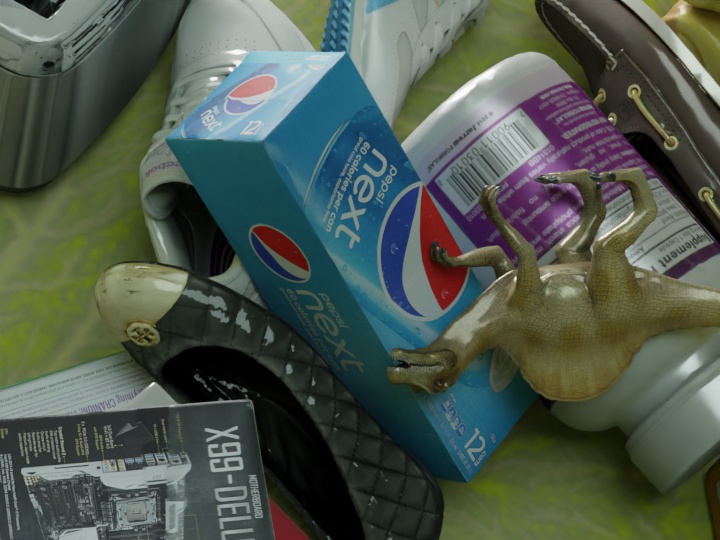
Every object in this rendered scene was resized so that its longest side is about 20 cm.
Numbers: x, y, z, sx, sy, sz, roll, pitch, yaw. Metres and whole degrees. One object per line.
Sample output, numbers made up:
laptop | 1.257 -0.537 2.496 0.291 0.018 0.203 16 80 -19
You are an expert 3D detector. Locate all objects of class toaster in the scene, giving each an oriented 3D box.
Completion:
toaster | -0.152 -0.131 1.079 0.114 0.129 0.200 33 61 4

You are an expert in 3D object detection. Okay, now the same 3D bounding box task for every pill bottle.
pill bottle | 0.108 0.003 1.089 0.112 0.112 0.200 -34 77 -26

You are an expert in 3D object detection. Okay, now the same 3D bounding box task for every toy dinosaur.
toy dinosaur | 0.104 0.007 1.013 0.200 0.058 0.101 -7 96 -7

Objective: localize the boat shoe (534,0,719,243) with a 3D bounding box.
boat shoe | 0.152 -0.075 1.164 0.060 0.072 0.200 -41 73 -4

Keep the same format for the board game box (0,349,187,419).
board game box | -0.122 0.144 1.002 0.153 0.040 0.200 -16 70 -21

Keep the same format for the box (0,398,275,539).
box | -0.104 0.152 0.855 0.158 0.050 0.200 -4 67 -17

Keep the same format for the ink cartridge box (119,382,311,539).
ink cartridge box | -0.110 0.167 0.923 0.147 0.083 0.200 44 62 8

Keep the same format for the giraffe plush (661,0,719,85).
giraffe plush | 0.273 -0.132 1.174 0.162 0.173 0.200 -35 85 -29

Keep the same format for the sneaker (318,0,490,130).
sneaker | 0.028 -0.139 1.160 0.081 0.077 0.200 17 64 -8

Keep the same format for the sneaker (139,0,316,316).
sneaker | -0.060 -0.057 1.078 0.075 0.100 0.200 -18 62 21

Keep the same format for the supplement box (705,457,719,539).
supplement box | 0.243 0.104 1.022 0.109 0.200 0.109 2 65 -13

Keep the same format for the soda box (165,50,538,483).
soda box | 0.000 0.000 1.026 0.064 0.068 0.200 -49 124 -29

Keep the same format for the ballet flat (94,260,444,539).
ballet flat | -0.038 0.067 1.017 0.200 0.066 0.057 42 49 -17
